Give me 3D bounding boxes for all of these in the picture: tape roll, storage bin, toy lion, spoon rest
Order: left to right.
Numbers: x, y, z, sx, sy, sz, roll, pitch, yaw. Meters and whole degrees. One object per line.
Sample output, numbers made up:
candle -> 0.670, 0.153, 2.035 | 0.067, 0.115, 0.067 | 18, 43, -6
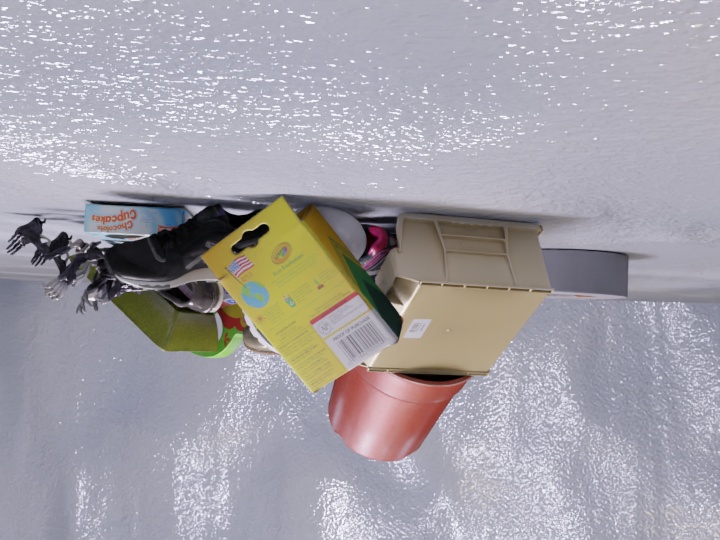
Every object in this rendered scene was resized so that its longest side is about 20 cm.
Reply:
toy lion -> -0.204, 0.044, 1.542 | 0.190, 0.202, 0.068 | 22, -174, 32
spoon rest -> -0.043, -0.001, 1.158 | 0.098, 0.061, 0.202 | 5, 135, 3
storage bin -> 0.097, 0.034, 1.185 | 0.196, 0.095, 0.201 | 4, 144, -19
tape roll -> 0.323, 0.008, 1.576 | 0.197, 0.067, 0.200 | 3, 176, 0

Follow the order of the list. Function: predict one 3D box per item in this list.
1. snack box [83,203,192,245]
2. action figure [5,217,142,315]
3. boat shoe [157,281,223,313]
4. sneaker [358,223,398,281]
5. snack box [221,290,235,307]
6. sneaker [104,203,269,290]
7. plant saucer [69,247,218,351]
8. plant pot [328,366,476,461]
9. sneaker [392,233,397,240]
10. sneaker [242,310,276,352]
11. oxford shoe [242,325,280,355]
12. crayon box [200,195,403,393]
snack box -> -0.265, -0.052, 1.235 | 0.114, 0.038, 0.200 | 2, 176, -3
action figure -> -0.364, 0.005, 1.304 | 0.198, 0.103, 0.119 | 22, 164, 25
boat shoe -> -0.266, -0.007, 1.347 | 0.199, 0.067, 0.057 | 33, -167, 30
sneaker -> -0.051, -0.029, 1.226 | 0.197, 0.082, 0.075 | -6, 160, 13
snack box -> -0.153, 0.003, 1.419 | 0.198, 0.073, 0.024 | -16, 154, 37
sneaker -> -0.186, -0.037, 1.108 | 0.198, 0.088, 0.076 | -4, -144, -30
plant saucer -> -0.299, 0.035, 1.446 | 0.200, 0.048, 0.200 | 41, -174, 14
plant pot -> 0.048, 0.143, 1.361 | 0.198, 0.202, 0.197 | 4, 133, -20
sneaker -> 0.051, -0.024, 1.321 | 0.197, 0.067, 0.078 | 3, 165, -21
sneaker -> -0.121, 0.026, 1.309 | 0.074, 0.201, 0.084 | -39, -171, -33
oxford shoe -> -0.089, 0.071, 1.426 | 0.198, 0.072, 0.074 | -15, 156, 18
crayon box -> -0.061, 0.020, 1.078 | 0.126, 0.201, 0.051 | -32, -164, 23
